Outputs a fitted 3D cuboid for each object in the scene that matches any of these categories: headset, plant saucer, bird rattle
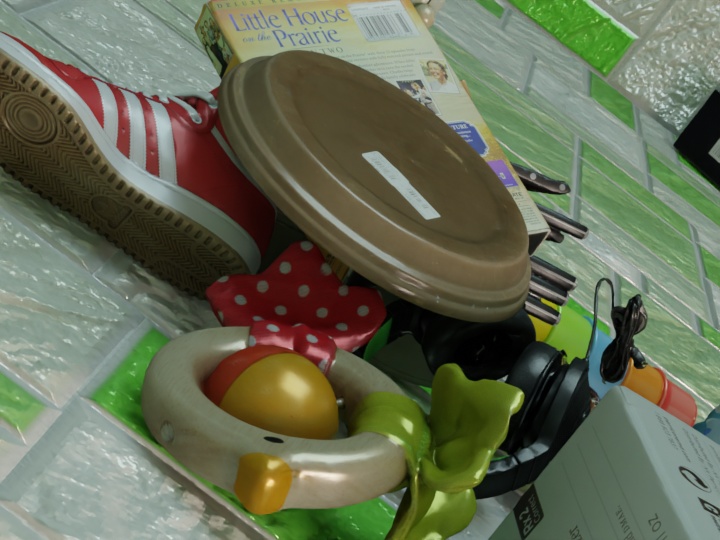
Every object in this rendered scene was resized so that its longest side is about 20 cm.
[{"bbox_3d":[0.079,0.062,1.025,0.199,0.094,0.124,-24,56,-28],"label":"headset"},{"bbox_3d":[0.015,-0.052,0.984,0.199,0.030,0.200,31,26,-17],"label":"plant saucer"},{"bbox_3d":[-0.025,0.056,0.861,0.162,0.113,0.200,-3,37,-43],"label":"bird rattle"}]

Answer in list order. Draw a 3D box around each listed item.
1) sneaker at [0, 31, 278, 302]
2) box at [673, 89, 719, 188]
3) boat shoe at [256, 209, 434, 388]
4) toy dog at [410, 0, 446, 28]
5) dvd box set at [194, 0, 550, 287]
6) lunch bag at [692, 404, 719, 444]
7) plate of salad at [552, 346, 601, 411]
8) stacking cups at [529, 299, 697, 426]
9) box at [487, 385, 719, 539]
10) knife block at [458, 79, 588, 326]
[{"bbox_3d":[-0.122,-0.082,0.993,0.200,0.071,0.113,40,48,-18],"label":"sneaker"},{"bbox_3d":[0.625,-0.160,2.891,0.200,0.118,0.197,16,26,-51],"label":"box"},{"bbox_3d":[-0.002,0.002,1.102,0.198,0.075,0.066,25,30,-12],"label":"boat shoe"},{"bbox_3d":[-0.014,-0.113,1.240,0.131,0.201,0.097,2,46,-23],"label":"toy dog"},{"bbox_3d":[0.006,-0.083,1.095,0.146,0.029,0.201,-11,59,-35],"label":"dvd box set"},{"bbox_3d":[0.281,0.170,1.152,0.161,0.082,0.200,51,0,43],"label":"lunch bag"},{"bbox_3d":[0.158,0.119,1.117,0.200,0.048,0.200,46,16,-18],"label":"plate of salad"},{"bbox_3d":[0.165,0.061,1.325,0.199,0.061,0.061,29,18,-29],"label":"stacking cups"},{"bbox_3d":[0.173,0.189,0.846,0.199,0.131,0.199,32,17,-19],"label":"box"},{"bbox_3d":[0.041,-0.027,1.197,0.064,0.199,0.177,-166,-124,-72],"label":"knife block"}]
